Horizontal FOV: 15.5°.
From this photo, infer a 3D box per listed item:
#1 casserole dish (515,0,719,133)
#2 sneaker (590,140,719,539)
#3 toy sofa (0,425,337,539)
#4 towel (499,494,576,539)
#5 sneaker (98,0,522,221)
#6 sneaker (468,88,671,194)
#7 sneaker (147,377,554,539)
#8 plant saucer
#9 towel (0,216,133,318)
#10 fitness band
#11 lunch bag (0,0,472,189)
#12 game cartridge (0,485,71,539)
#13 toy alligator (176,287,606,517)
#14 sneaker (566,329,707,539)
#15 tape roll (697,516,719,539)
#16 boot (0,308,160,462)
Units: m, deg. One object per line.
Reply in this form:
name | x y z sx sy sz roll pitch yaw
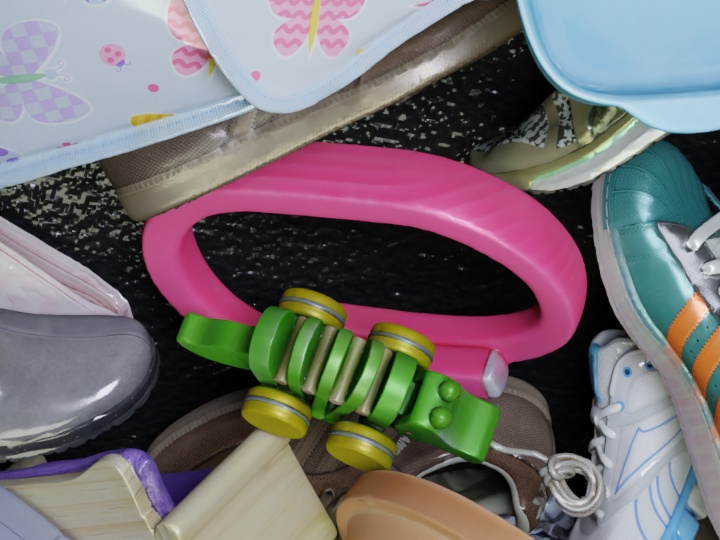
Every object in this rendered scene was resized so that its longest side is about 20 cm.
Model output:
casserole dish | 0.104 -0.144 0.968 0.120 0.202 0.039 -5 170 -12
sneaker | 0.169 0.030 1.130 0.080 0.071 0.201 -18 100 44
toy sofa | -0.115 0.109 1.204 0.199 0.083 0.098 -11 113 47
towel | 0.046 0.202 1.356 0.199 0.086 0.166 -21 131 18
sneaker | -0.020 -0.093 1.073 0.199 0.070 0.076 -26 94 0
sneaker | 0.117 -0.104 1.086 0.199 0.077 0.089 -32 97 28
sneaker | -0.008 0.098 1.247 0.199 0.076 0.071 -11 134 8
plant saucer | 0.068 0.163 1.140 0.200 0.032 0.201 35 160 15
towel | -0.237 0.025 1.209 0.200 0.032 0.191 -35 125 28
fitness band | 0.000 0.000 1.153 0.199 0.038 0.144 4 146 22
lunch bag | -0.074 -0.141 0.930 0.199 0.127 0.170 -14 121 14
game cartridge | -0.189 0.140 1.205 0.199 0.041 0.134 29 134 22
toy alligator | 0.017 0.054 1.127 0.199 0.060 0.054 22 162 1
sneaker | 0.127 0.074 1.211 0.086 0.075 0.201 34 89 -16
tape roll | 0.196 0.140 1.219 0.071 0.203 0.202 30 127 -29
boot | -0.191 0.015 1.139 0.198 0.070 0.132 -7 128 -2
